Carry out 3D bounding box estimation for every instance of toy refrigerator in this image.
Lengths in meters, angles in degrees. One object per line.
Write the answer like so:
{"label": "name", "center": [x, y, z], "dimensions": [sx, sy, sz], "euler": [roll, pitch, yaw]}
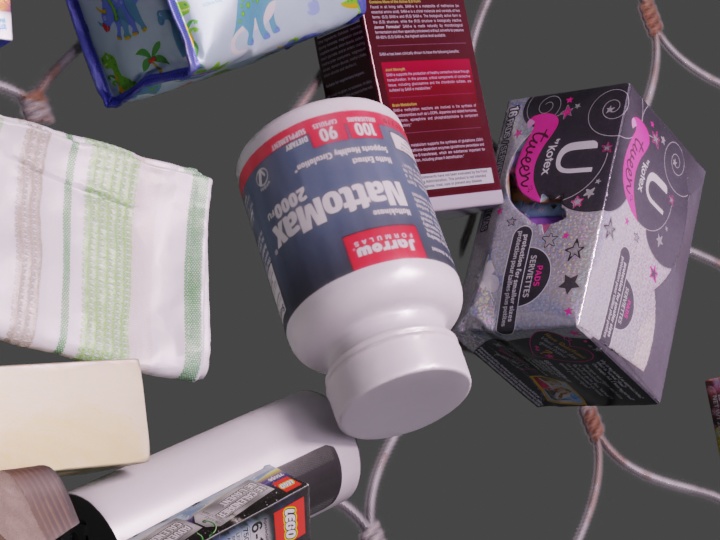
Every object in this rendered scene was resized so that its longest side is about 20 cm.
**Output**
{"label": "toy refrigerator", "center": [-0.225, 0.094, 1.106], "dimensions": [0.199, 0.076, 0.071], "euler": [-1, 80, -41]}

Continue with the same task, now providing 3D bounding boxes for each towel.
{"label": "towel", "center": [-0.177, -0.018, 1.189], "dimensions": [0.199, 0.031, 0.150], "euler": [16, 60, -37]}

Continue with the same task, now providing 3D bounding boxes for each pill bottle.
{"label": "pill bottle", "center": [0.000, 0.000, 1.248], "dimensions": [0.119, 0.120, 0.201], "euler": [5, 53, -39]}

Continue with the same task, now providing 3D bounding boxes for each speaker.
{"label": "speaker", "center": [-0.096, 0.143, 1.202], "dimensions": [0.199, 0.081, 0.082], "euler": [-21, 93, -41]}

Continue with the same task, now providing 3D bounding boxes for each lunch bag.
{"label": "lunch bag", "center": [-0.108, -0.229, 1.246], "dimensions": [0.170, 0.127, 0.201], "euler": [-24, 95, -43]}

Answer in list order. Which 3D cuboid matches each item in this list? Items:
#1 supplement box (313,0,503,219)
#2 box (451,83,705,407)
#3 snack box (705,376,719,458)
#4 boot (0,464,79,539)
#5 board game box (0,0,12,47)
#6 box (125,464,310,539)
{"label": "supplement box", "center": [0.030, -0.136, 1.386], "dimensions": [0.108, 0.061, 0.202], "euler": [-7, 85, -42]}
{"label": "box", "center": [0.165, -0.017, 1.420], "dimensions": [0.132, 0.114, 0.201], "euler": [40, 56, -43]}
{"label": "snack box", "center": [0.381, 0.152, 1.524], "dimensions": [0.067, 0.199, 0.170], "euler": [-7, 83, -41]}
{"label": "boot", "center": [-0.194, 0.203, 1.036], "dimensions": [0.146, 0.070, 0.201], "euler": [-28, 89, -42]}
{"label": "board game box", "center": [-0.305, -0.206, 1.129], "dimensions": [0.199, 0.045, 0.136], "euler": [3, 78, -40]}
{"label": "box", "center": [-0.087, 0.234, 1.158], "dimensions": [0.136, 0.040, 0.201], "euler": [-25, 123, -41]}
